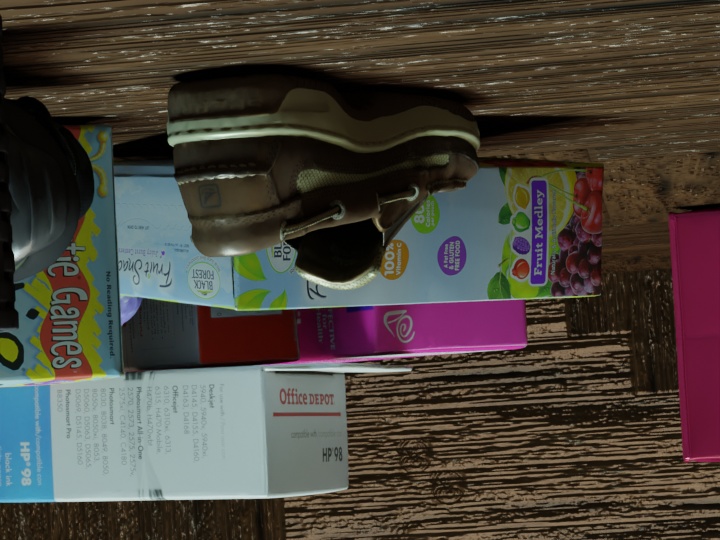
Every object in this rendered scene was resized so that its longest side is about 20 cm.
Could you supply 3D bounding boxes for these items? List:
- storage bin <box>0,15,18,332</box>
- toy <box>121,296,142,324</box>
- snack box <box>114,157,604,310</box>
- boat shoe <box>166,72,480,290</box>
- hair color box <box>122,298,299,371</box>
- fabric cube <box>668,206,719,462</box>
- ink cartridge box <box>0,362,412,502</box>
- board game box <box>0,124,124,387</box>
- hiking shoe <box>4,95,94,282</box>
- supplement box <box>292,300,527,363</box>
[{"bbox_3d":[-0.169,-0.028,0.486,0.134,0.095,0.200,-5,178,16],"label":"storage bin"},{"bbox_3d":[-0.157,0.029,1.135,0.199,0.047,0.115,-35,-179,-20],"label":"toy"},{"bbox_3d":[-0.015,-0.020,1.057,0.199,0.068,0.168,0,-177,-33],"label":"snack box"},{"bbox_3d":[-0.013,-0.030,0.887,0.074,0.076,0.202,-5,177,30],"label":"boat shoe"},{"bbox_3d":[-0.101,0.006,1.280,0.061,0.103,0.200,-2,178,-25],"label":"hair color box"},{"bbox_3d":[0.368,0.047,1.796,0.198,0.202,0.196,-4,179,24],"label":"fabric cube"},{"bbox_3d":[-0.081,0.085,1.190,0.198,0.067,0.116,-3,176,21],"label":"ink cartridge box"},{"bbox_3d":[-0.206,-0.002,0.910,0.198,0.104,0.105,-2,177,-30],"label":"board game box"},{"bbox_3d":[-0.129,-0.036,0.770,0.100,0.076,0.199,-12,-169,-31],"label":"hiking shoe"},{"bbox_3d":[0.000,0.000,1.297,0.103,0.102,0.199,-2,176,-31],"label":"supplement box"}]
